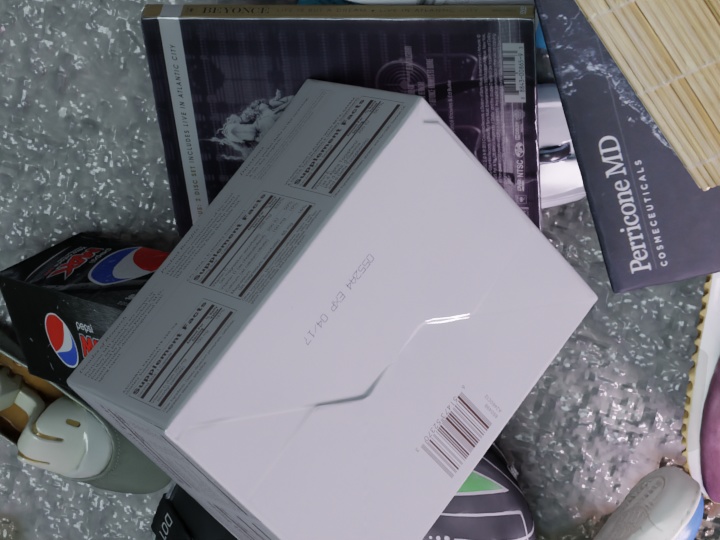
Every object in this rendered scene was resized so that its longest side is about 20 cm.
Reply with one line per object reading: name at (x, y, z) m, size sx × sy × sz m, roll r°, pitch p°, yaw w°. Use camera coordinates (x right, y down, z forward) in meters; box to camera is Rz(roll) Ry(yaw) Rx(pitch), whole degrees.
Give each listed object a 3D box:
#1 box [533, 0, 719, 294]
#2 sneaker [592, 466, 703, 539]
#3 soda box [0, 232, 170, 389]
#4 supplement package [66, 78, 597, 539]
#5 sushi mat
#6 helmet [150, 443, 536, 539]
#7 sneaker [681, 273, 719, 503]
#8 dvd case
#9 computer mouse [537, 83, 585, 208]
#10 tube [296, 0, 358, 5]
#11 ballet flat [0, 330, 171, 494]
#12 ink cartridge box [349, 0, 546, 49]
box at (0.190, -0.116, 1.054) m, size 0.199 × 0.118 × 0.198 m, roll -13°, pitch 116°, yaw 12°
sneaker at (0.172, 0.194, 1.261) m, size 0.111 × 0.077 × 0.200 m, roll 32°, pitch 136°, yaw 2°
soda box at (-0.121, 0.031, 1.235) m, size 0.199 × 0.063 × 0.071 m, roll 13°, pitch 124°, yaw 53°
supplement package at (-0.012, 0.034, 1.108) m, size 0.200 × 0.111 × 0.156 m, roll -52°, pitch 121°, yaw -13°
sushi mat at (0.138, -0.133, 0.977) m, size 0.095 × 0.012 × 0.200 m, roll -31°, pitch 110°, yaw 17°
helmet at (0.000, 0.160, 1.260) m, size 0.190 × 0.200 × 0.201 m, roll 32°, pitch 119°, yaw 18°
sneaker at (0.226, 0.040, 1.199) m, size 0.089 × 0.075 × 0.201 m, roll 11°, pitch 117°, yaw 16°
dvd case at (-0.006, -0.075, 1.168) m, size 0.198 × 0.016 × 0.149 m, roll 1°, pitch 133°, yaw 7°
computer mouse at (0.089, -0.062, 1.208) m, size 0.198 × 0.044 × 0.110 m, roll -2°, pitch 114°, yaw 16°
tube at (-0.015, -0.117, 1.213) m, size 0.077 × 0.050 × 0.201 m, roll 28°, pitch 113°, yaw -15°
ballet flat at (-0.204, 0.082, 1.340) m, size 0.199 × 0.064 × 0.068 m, roll 35°, pitch 118°, yaw -2°
ink cartridge box at (0.042, -0.188, 1.129) m, size 0.198 × 0.067 × 0.117 m, roll 13°, pitch 116°, yaw -5°
